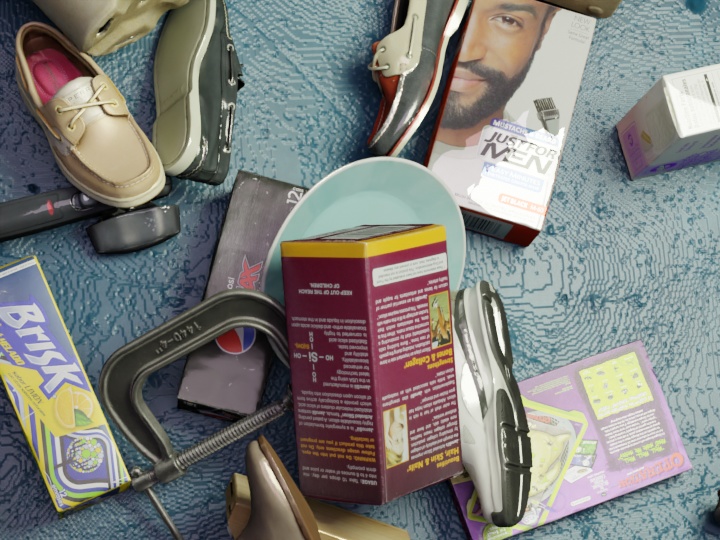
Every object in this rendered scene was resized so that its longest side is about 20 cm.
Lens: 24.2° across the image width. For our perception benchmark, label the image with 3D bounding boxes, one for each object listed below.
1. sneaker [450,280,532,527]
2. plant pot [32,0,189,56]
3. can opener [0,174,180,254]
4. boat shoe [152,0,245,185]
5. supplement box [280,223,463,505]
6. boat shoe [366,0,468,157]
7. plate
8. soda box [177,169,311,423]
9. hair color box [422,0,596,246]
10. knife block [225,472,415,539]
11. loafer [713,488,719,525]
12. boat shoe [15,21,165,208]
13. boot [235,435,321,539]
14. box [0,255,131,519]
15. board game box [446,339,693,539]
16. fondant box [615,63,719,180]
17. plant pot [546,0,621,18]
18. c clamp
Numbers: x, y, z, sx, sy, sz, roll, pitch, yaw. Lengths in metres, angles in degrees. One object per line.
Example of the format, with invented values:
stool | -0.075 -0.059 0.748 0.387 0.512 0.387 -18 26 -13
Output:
sneaker | 0.071 0.116 1.374 0.115 0.076 0.201 -13 74 20
plant pot | -0.226 -0.285 1.376 0.200 0.200 0.184 -35 86 -13
can opener | -0.250 -0.048 1.389 0.200 0.063 0.079 -10 79 -9
boat shoe | -0.129 -0.158 1.425 0.066 0.074 0.199 27 46 -36
supplement box | 0.010 0.069 1.295 0.110 0.086 0.200 -13 101 -52
boat shoe | 0.039 -0.186 1.448 0.063 0.071 0.200 26 69 -16
plate | 0.000 0.000 1.379 0.200 0.026 0.200 -14 116 -30
soda box | -0.096 0.024 1.392 0.071 0.063 0.200 15 76 -3
hair color box | 0.124 -0.134 1.455 0.111 0.064 0.200 16 75 -2
knife block | 0.006 0.227 1.327 0.175 0.064 0.200 -24 106 0
loafer | 0.386 0.172 1.423 0.200 0.073 0.071 -10 69 -14
boat shoe | -0.229 -0.130 1.369 0.074 0.069 0.200 -33 57 -17
boot | -0.090 0.236 1.251 0.146 0.070 0.200 -25 106 4
box | -0.252 0.094 1.354 0.064 0.070 0.200 -23 82 -13
board game box | 0.166 0.146 1.416 0.200 0.032 0.120 -18 76 -10
fondant box | 0.336 -0.140 1.440 0.200 0.144 0.058 -12 81 -9
plant pot | 0.186 -0.334 1.433 0.200 0.200 0.177 18 75 -3
c clamp | -0.115 0.110 1.329 0.200 0.027 0.171 -35 102 17
